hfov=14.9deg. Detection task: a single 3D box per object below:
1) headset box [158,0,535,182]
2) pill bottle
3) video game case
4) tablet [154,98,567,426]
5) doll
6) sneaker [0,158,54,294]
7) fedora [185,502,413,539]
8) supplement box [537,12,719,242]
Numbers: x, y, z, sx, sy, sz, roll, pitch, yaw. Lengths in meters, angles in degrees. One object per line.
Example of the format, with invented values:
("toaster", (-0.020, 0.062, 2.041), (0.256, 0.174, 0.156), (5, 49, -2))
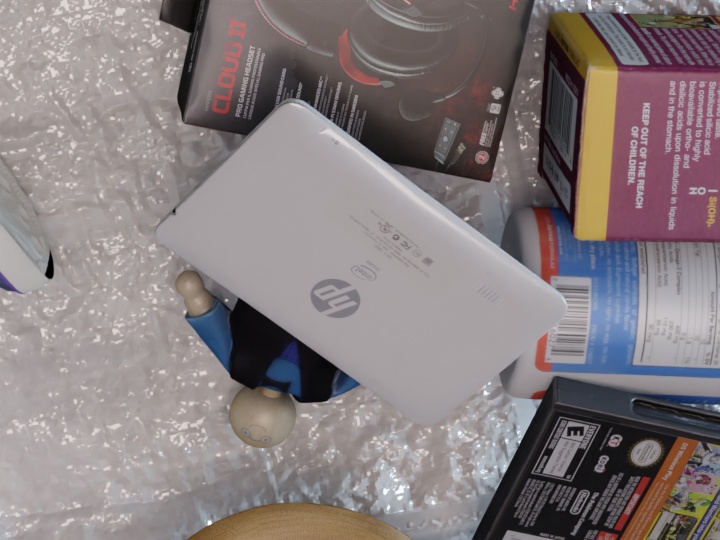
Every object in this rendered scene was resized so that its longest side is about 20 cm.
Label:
("headset box", (-0.010, -0.145, 1.540), (0.200, 0.075, 0.149), (11, 106, -9))
("pill bottle", (0.183, 0.022, 1.590), (0.200, 0.112, 0.112), (3, 106, -7))
("video game case", (0.168, 0.149, 1.620), (0.181, 0.026, 0.200), (13, 136, -9))
("tablet", (0.000, 0.000, 1.511), (0.200, 0.014, 0.130), (36, 126, -17))
("doll", (-0.039, 0.022, 1.575), (0.136, 0.048, 0.200), (12, 129, -7))
("sneaker", (-0.286, -0.035, 1.550), (0.146, 0.081, 0.200), (-35, 110, 14))
("fedora", (-0.042, 0.213, 1.640), (0.200, 0.082, 0.201), (-3, 108, -10))
("supplement box", (0.209, -0.081, 1.553), (0.200, 0.131, 0.103), (1, 108, -5))
